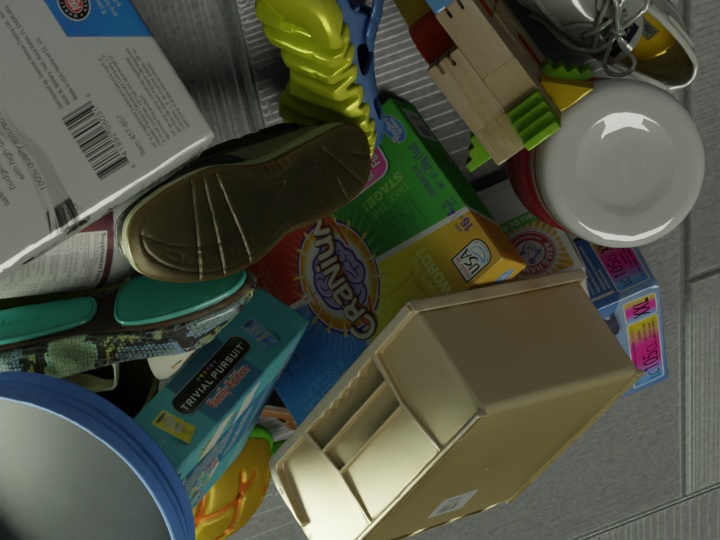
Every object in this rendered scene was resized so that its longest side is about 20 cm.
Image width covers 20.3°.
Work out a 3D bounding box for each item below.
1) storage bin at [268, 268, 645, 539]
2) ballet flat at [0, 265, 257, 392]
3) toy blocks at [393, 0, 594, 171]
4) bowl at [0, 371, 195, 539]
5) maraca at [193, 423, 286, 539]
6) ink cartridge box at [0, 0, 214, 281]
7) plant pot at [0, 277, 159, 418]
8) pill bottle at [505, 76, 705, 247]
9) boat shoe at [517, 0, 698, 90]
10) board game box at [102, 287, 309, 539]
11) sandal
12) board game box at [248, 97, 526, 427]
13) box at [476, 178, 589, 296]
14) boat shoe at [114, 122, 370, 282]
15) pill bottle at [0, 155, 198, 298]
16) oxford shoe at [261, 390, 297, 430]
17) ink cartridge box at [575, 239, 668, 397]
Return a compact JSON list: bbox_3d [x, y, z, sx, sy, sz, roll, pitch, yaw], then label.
[{"bbox_3d":[0.067,0.106,1.429,0.199,0.094,0.199,-10,149,-49],"label":"storage bin"},{"bbox_3d":[-0.155,0.044,1.312,0.199,0.075,0.074,-10,142,13],"label":"ballet flat"},{"bbox_3d":[0.073,-0.152,1.317,0.100,0.200,0.137,-36,98,13],"label":"toy blocks"},{"bbox_3d":[-0.196,0.149,1.266,0.200,0.039,0.202,12,126,17],"label":"bowl"},{"bbox_3d":[-0.124,0.165,1.600,0.137,0.107,0.200,-33,162,12],"label":"maraca"},{"bbox_3d":[-0.211,-0.085,1.212,0.199,0.146,0.084,-32,-177,-9],"label":"ink cartridge box"},{"bbox_3d":[-0.228,0.109,1.442,0.186,0.188,0.200,-17,152,-10],"label":"plant pot"},{"bbox_3d":[0.163,-0.079,1.406,0.112,0.200,0.113,-1,96,-6],"label":"pill bottle"},{"bbox_3d":[0.172,-0.174,1.400,0.075,0.086,0.202,-42,138,18],"label":"boat shoe"},{"bbox_3d":[-0.123,0.121,1.372,0.200,0.047,0.151,-48,169,-50],"label":"board game box"},{"bbox_3d":[-0.012,-0.146,1.348,0.087,0.079,0.200,-59,162,-25],"label":"sandal"},{"bbox_3d":[0.000,0.000,1.443,0.200,0.153,0.040,-43,156,19],"label":"board game box"},{"bbox_3d":[0.069,0.025,1.540,0.199,0.102,0.113,-23,147,-4],"label":"box"},{"bbox_3d":[-0.082,-0.047,1.297,0.200,0.066,0.072,-27,115,-36],"label":"boat shoe"},{"bbox_3d":[-0.209,-0.039,1.326,0.199,0.110,0.110,-6,136,-22],"label":"pill bottle"},{"bbox_3d":[-0.050,0.103,1.597,0.199,0.072,0.071,7,135,-35],"label":"oxford shoe"},{"bbox_3d":[0.146,0.063,1.653,0.199,0.077,0.137,-21,140,-4],"label":"ink cartridge box"}]
